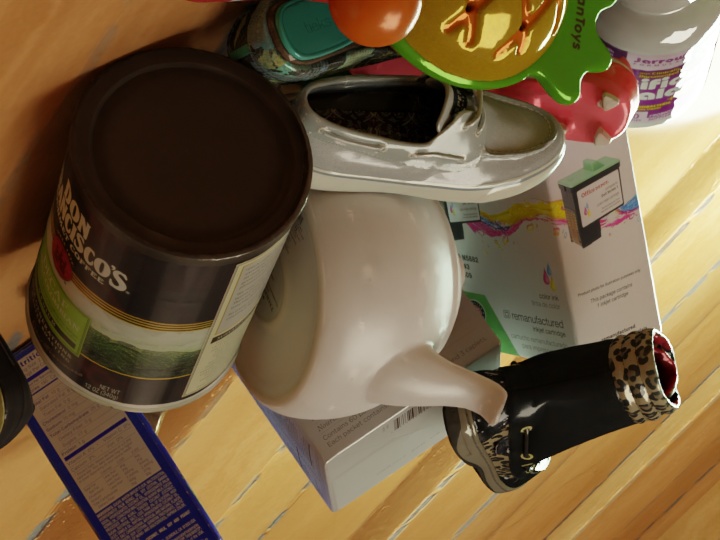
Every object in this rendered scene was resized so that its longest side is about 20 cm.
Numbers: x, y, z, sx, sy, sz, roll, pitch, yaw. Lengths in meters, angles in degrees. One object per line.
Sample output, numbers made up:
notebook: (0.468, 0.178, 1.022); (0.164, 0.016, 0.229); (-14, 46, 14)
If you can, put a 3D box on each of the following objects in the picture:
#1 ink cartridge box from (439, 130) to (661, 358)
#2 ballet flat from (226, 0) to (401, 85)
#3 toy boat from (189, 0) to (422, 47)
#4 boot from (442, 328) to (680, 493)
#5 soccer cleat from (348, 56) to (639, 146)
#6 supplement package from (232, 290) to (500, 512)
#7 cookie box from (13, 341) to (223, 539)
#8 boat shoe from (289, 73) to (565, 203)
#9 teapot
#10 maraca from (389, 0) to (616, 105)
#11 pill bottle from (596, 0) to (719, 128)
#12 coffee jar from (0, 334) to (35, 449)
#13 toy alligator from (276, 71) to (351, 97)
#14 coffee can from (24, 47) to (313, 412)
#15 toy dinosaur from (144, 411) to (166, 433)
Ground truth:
ink cartridge box: (0.125, -0.044, 1.884); (0.084, 0.201, 0.145); (-21, -162, -31)
ballet flat: (-0.007, -0.157, 1.653); (0.200, 0.074, 0.074); (-14, 152, -45)
toy boat: (-0.013, -0.178, 1.452); (0.131, 0.131, 0.200); (-46, 160, 31)
boot: (0.148, 0.097, 1.809); (0.153, 0.074, 0.204); (-14, 163, 14)
soccer cleat: (0.086, -0.132, 1.741); (0.077, 0.199, 0.067); (-72, 173, -58)
supplement package: (-0.017, 0.036, 1.882); (0.151, 0.200, 0.151); (-34, 164, -9)
cookie box: (-0.170, 0.151, 1.893); (0.075, 0.200, 0.171); (-33, 162, -6)
boat shoe: (0.045, -0.089, 1.646); (0.200, 0.070, 0.072); (-2, 149, -22)
teapot: (0.000, 0.000, 1.735); (0.145, 0.201, 0.197); (-5, -176, -28)
maraca: (0.080, -0.175, 1.615); (0.199, 0.138, 0.107); (15, 169, -34)
pill bottle: (0.204, -0.188, 1.877); (0.112, 0.112, 0.200); (-33, 162, -10)
coffee jar: (-0.300, 0.083, 1.628); (0.200, 0.105, 0.085); (-15, 156, -48)
toy alligator: (0.004, -0.116, 1.776); (0.200, 0.054, 0.059); (-18, 155, -45)
coffee can: (-0.122, -0.021, 1.626); (0.146, 0.147, 0.200); (-27, 160, -28)
toy dinosaur: (-0.183, 0.148, 2.006); (0.060, 0.106, 0.201); (44, 58, -45)
